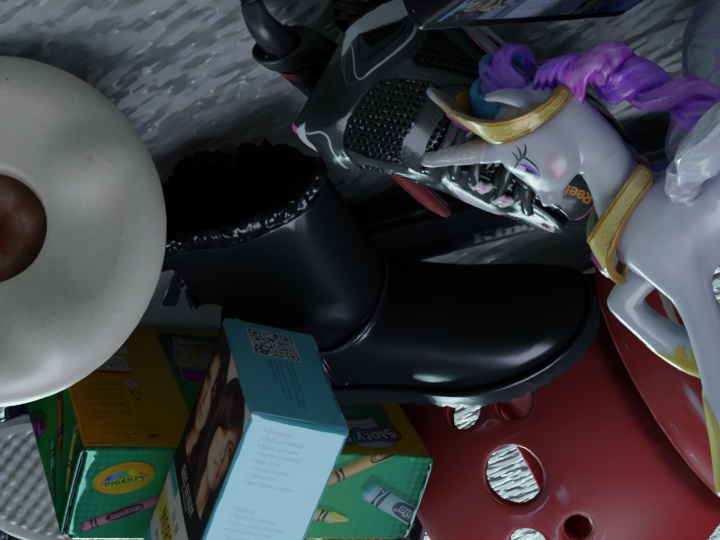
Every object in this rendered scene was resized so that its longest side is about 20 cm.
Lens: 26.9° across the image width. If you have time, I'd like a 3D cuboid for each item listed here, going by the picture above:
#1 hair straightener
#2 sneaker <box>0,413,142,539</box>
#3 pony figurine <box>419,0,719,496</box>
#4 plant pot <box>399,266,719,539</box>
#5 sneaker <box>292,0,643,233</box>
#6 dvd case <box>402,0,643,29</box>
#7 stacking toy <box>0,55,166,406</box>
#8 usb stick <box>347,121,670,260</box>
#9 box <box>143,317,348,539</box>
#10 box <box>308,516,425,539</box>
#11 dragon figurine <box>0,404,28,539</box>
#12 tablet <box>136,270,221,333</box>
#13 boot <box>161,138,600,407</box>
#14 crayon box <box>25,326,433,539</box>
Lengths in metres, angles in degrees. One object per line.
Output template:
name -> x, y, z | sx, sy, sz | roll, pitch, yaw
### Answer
hair straightener -> 0.010, -0.095, 0.673 | 0.077, 0.041, 0.200 | -46, 140, 6
sneaker -> -0.141, 0.122, 0.896 | 0.198, 0.080, 0.079 | 7, -178, -24
pony figurine -> 0.144, -0.038, 0.570 | 0.192, 0.167, 0.200 | -37, 101, 26
plant pot -> 0.139, 0.092, 0.897 | 0.182, 0.202, 0.200 | -36, 145, 25
sneaker -> 0.065, -0.059, 0.650 | 0.199, 0.086, 0.081 | 1, 124, -44
dvd case -> 0.115, -0.136, 0.559 | 0.142, 0.018, 0.199 | -31, 174, 31
stacking toy -> -0.161, -0.003, 0.699 | 0.144, 0.148, 0.200 | -9, 171, -8
usb stick -> 0.082, -0.037, 0.801 | 0.198, 0.033, 0.056 | -15, 152, 2
box -> -0.069, 0.131, 0.726 | 0.049, 0.082, 0.202 | 13, 115, -21
box -> -0.070, 0.202, 1.012 | 0.198, 0.108, 0.149 | 19, 153, -1
dragon figurine -> -0.224, 0.166, 0.936 | 0.058, 0.203, 0.099 | 10, -177, -33
tablet -> -0.160, 0.036, 0.855 | 0.197, 0.014, 0.131 | -11, 153, -2
boot -> 0.001, -0.001, 0.735 | 0.196, 0.074, 0.163 | -9, 141, 27
crayon box -> -0.073, 0.088, 0.825 | 0.198, 0.119, 0.059 | 5, 118, -25
